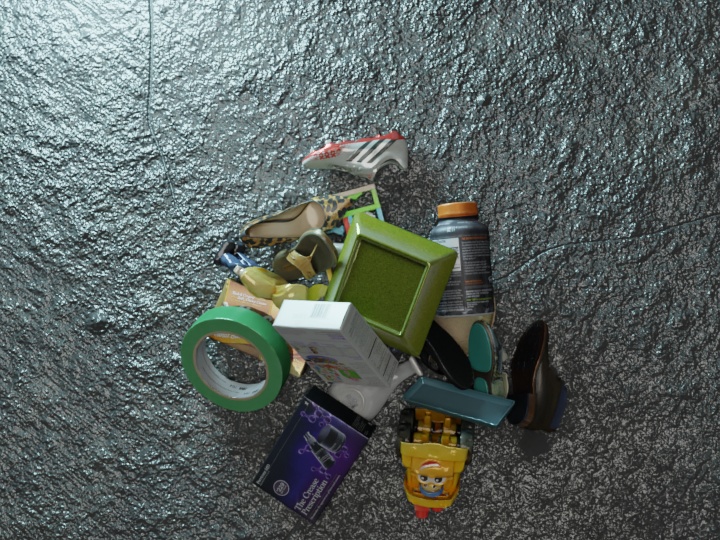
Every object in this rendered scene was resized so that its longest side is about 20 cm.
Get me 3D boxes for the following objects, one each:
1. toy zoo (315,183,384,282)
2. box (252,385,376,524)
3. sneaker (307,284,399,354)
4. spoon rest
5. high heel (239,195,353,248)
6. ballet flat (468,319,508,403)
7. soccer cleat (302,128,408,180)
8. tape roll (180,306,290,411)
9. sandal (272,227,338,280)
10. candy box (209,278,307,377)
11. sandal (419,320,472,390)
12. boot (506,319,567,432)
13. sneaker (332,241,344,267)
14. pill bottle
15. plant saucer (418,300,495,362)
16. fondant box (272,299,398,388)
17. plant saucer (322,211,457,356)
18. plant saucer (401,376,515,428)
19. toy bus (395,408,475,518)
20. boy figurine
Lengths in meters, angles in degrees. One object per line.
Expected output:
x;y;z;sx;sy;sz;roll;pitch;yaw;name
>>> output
-0.010;-0.049;1.663;0.131;0.020;0.201;-14;87;5;toy zoo
-0.084;0.335;1.616;0.141;0.079;0.200;33;104;7;box
-0.006;0.085;1.628;0.200;0.082;0.074;31;88;6;sneaker
0.029;0.218;1.644;0.200;0.061;0.100;-30;86;17;spoon rest
-0.115;-0.088;1.594;0.199;0.143;0.072;-22;86;17;high heel
0.235;0.179;1.603;0.074;0.074;0.201;-1;107;5;ballet flat
-0.008;-0.203;1.644;0.199;0.069;0.086;-12;84;0;soccer cleat
-0.228;0.163;1.618;0.200;0.048;0.201;7;119;13;tape roll
-0.106;-0.015;1.593;0.080;0.200;0.054;48;54;-13;sandal
-0.177;0.105;1.657;0.199;0.055;0.116;24;91;5;candy box
0.127;0.134;1.595;0.201;0.075;0.048;50;132;8;sandal
0.329;0.197;1.617;0.097;0.075;0.201;25;72;-29;boot
0.000;0.000;1.613;0.199;0.075;0.089;12;101;11;sneaker
0.178;-0.019;1.568;0.106;0.106;0.201;-4;89;5;pill bottle
0.148;0.069;1.639;0.199;0.035;0.201;0;89;4;plant saucer
-0.041;0.130;1.554;0.144;0.200;0.058;1;55;33;fondant box
0.040;0.025;1.532;0.199;0.048;0.200;23;100;15;plant saucer
0.173;0.236;1.580;0.199;0.070;0.019;11;128;36;plant saucer
0.125;0.351;1.561;0.135;0.200;0.193;7;97;6;toy bus
-0.179;0.014;1.609;0.200;0.124;0.065;31;97;31;boy figurine
